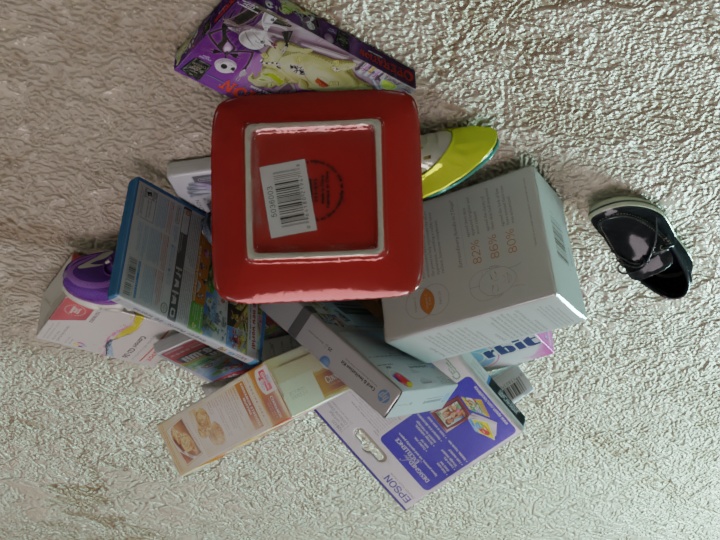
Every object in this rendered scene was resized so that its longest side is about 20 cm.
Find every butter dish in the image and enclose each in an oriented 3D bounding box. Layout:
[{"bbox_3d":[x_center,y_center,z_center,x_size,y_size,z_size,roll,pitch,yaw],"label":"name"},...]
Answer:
[{"bbox_3d":[-0.040,-0.064,1.048,0.199,0.201,0.148,-2,172,1],"label":"butter dish"}]

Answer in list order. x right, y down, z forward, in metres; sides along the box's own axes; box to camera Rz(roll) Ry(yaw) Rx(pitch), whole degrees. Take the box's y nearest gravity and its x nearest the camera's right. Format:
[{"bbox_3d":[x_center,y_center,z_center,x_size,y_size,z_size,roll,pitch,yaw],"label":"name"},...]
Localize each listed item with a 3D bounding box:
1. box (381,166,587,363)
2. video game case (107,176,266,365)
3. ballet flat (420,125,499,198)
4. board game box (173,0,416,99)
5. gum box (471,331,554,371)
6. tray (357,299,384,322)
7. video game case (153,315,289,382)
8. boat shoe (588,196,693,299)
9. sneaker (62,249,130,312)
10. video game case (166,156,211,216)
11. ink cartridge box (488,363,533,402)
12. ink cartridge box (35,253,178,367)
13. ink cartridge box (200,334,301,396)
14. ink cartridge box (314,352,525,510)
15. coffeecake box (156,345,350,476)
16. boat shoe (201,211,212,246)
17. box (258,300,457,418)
[{"bbox_3d":[0.128,-0.002,1.180,0.199,0.153,0.106,-17,155,24],"label":"box"},{"bbox_3d":[-0.178,0.003,1.155,0.018,0.144,0.200,-22,142,37],"label":"video game case"},{"bbox_3d":[0.047,-0.100,1.105,0.200,0.067,0.067,-32,124,25],"label":"ballet flat"},{"bbox_3d":[-0.060,-0.189,1.008,0.200,0.032,0.120,21,145,-32],"label":"board game box"},{"bbox_3d":[0.139,0.085,1.407,0.199,0.066,0.113,-19,144,26],"label":"gum box"},{"bbox_3d":[0.028,0.110,1.367,0.098,0.037,0.200,-21,105,28],"label":"tray"},{"bbox_3d":[-0.165,0.099,1.392,0.143,0.017,0.200,-23,158,7],"label":"video game case"},{"bbox_3d":[0.334,-0.025,1.248,0.074,0.062,0.200,-22,141,32],"label":"boat shoe"},{"bbox_3d":[-0.250,-0.006,1.230,0.199,0.081,0.084,-4,151,6],"label":"sneaker"},{"bbox_3d":[-0.092,-0.071,1.193,0.199,0.023,0.182,-7,147,8],"label":"video game case"},{"bbox_3d":[0.133,0.200,1.482,0.160,0.047,0.200,-31,175,-18],"label":"ink cartridge box"},{"bbox_3d":[-0.291,0.059,1.347,0.199,0.068,0.116,17,143,-27],"label":"ink cartridge box"},{"bbox_3d":[-0.122,0.147,1.457,0.176,0.045,0.200,-13,157,-5],"label":"ink cartridge box"},{"bbox_3d":[0.068,0.171,1.331,0.200,0.047,0.198,-38,97,25],"label":"ink cartridge box"},{"bbox_3d":[-0.119,0.159,1.281,0.200,0.073,0.153,-32,172,34],"label":"coffeecake box"},{"bbox_3d":[-0.084,-0.023,1.194,0.091,0.071,0.200,-18,139,32],"label":"boat shoe"},{"bbox_3d":[0.000,0.087,1.217,0.041,0.200,0.156,-58,156,13],"label":"box"}]
